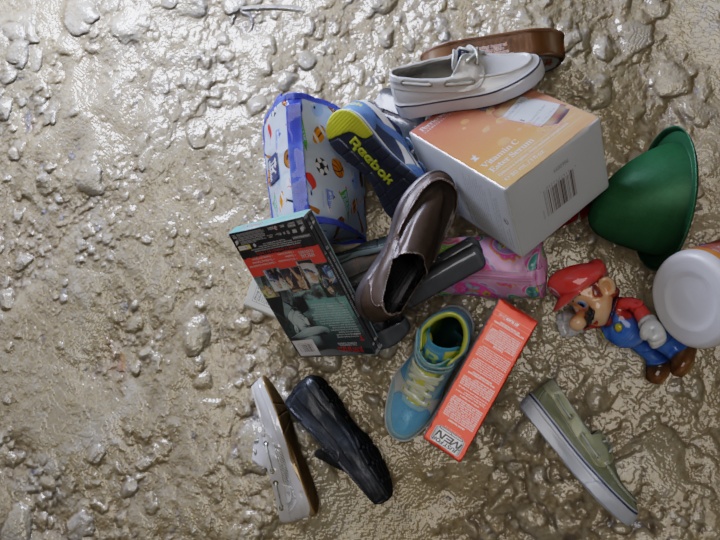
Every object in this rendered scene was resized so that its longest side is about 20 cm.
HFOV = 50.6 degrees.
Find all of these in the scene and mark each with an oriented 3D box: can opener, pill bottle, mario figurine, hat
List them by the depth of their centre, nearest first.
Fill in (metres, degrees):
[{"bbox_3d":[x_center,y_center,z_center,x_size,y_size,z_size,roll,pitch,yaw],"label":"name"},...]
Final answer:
[{"bbox_3d":[0.450,0.015,0.904,0.196,0.112,0.115,-13,79,-31],"label":"pill bottle"},{"bbox_3d":[0.294,-0.086,0.946,0.171,0.167,0.205,6,116,-3],"label":"hat"},{"bbox_3d":[0.315,0.076,0.963,0.198,0.106,0.124,37,122,2],"label":"mario figurine"},{"bbox_3d":[0.077,0.035,0.977,0.197,0.054,0.068,-30,113,14],"label":"can opener"}]

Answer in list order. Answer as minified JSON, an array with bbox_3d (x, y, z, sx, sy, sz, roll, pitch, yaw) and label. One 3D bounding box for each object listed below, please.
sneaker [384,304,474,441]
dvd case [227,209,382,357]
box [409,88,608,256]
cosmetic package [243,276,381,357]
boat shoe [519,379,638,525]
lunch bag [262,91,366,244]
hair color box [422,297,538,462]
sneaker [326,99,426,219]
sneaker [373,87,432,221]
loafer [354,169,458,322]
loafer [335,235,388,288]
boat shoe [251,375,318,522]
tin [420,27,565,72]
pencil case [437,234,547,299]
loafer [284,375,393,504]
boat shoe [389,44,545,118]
[{"bbox_3d":[0.083,0.134,0.999,0.078,0.130,0.204,26,90,11],"label":"sneaker"},{"bbox_3d":[-0.070,0.024,0.962,0.144,0.022,0.203,-8,117,42],"label":"dvd case"},{"bbox_3d":[0.183,-0.139,0.953,0.151,0.108,0.200,-37,42,-12],"label":"box"},{"bbox_3d":[-0.052,0.038,1.066,0.196,0.073,0.106,21,89,13],"label":"cosmetic package"},{"bbox_3d":[0.289,0.230,0.977,0.062,0.072,0.201,-42,75,7],"label":"boat shoe"},{"bbox_3d":[-0.065,-0.128,1.021,0.120,0.200,0.175,-7,84,10],"label":"lunch bag"},{"bbox_3d":[0.157,0.141,0.998,0.060,0.101,0.203,30,92,11],"label":"hair color box"},{"bbox_3d":[0.042,-0.139,0.985,0.073,0.083,0.201,-29,108,33],"label":"sneaker"},{"bbox_3d":[0.057,-0.153,1.074,0.104,0.074,0.206,15,93,30],"label":"sneaker"},{"bbox_3d":[0.068,-0.024,0.913,0.072,0.071,0.204,28,86,-26],"label":"loafer"},{"bbox_3d":[0.000,0.000,0.998,0.195,0.072,0.065,-15,101,12],"label":"loafer"},{"bbox_3d":[-0.122,0.251,1.059,0.068,0.071,0.205,-21,82,7],"label":"boat shoe"},{"bbox_3d":[0.179,-0.286,1.034,0.194,0.112,0.043,-6,93,12],"label":"tin"},{"bbox_3d":[0.149,-0.003,1.013,0.194,0.087,0.090,0,84,19],"label":"pencil case"},{"bbox_3d":[-0.030,0.238,1.047,0.070,0.068,0.202,-43,73,12],"label":"loafer"},{"bbox_3d":[0.131,-0.249,0.960,0.195,0.067,0.073,-6,42,22],"label":"boat shoe"}]
